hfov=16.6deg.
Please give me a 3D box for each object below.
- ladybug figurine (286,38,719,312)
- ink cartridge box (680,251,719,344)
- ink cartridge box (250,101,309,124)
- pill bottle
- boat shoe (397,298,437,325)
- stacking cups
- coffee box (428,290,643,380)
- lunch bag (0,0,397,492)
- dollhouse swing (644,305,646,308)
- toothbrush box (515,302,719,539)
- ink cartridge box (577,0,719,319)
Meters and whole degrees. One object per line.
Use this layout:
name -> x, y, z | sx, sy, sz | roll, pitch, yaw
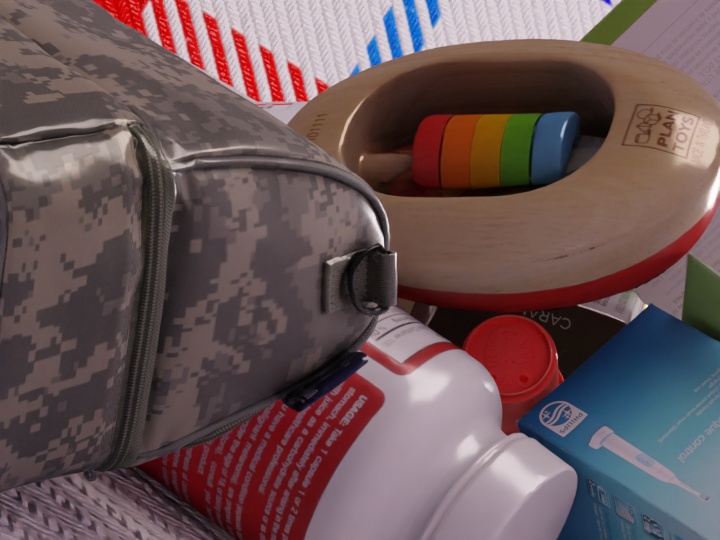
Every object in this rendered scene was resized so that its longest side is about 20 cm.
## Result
ladybug figurine -> 0.061, -0.033, 1.014 | 0.199, 0.136, 0.072 | 3, -44, 24
ink cartridge box -> 0.186, 0.062, 1.047 | 0.104, 0.059, 0.200 | 41, -24, 26
ink cartridge box -> -0.008, -0.055, 1.240 | 0.161, 0.050, 0.200 | 1, 7, 6
pill bottle -> -0.018, 0.060, 0.978 | 0.200, 0.113, 0.112 | 34, 7, 21
boat shoe -> 0.000, -0.001, 1.111 | 0.075, 0.203, 0.075 | 32, 3, -3
stacking cups -> 0.067, 0.076, 1.089 | 0.060, 0.061, 0.200 | 33, -23, 22
coffee box -> 0.081, 0.023, 1.252 | 0.114, 0.080, 0.200 | 18, 14, 8
lunch bag -> -0.103, -0.023, 0.875 | 0.167, 0.140, 0.200 | -13, 33, -35
dollhouse swing -> 0.147, 0.067, 1.423 | 0.199, 0.176, 0.182 | 28, 6, -30
toothbrush box -> 0.170, 0.126, 0.983 | 0.200, 0.085, 0.147 | 32, -29, 41
ink cartridge box -> 0.184, -0.042, 1.193 | 0.200, 0.148, 0.076 | 50, 15, 11
